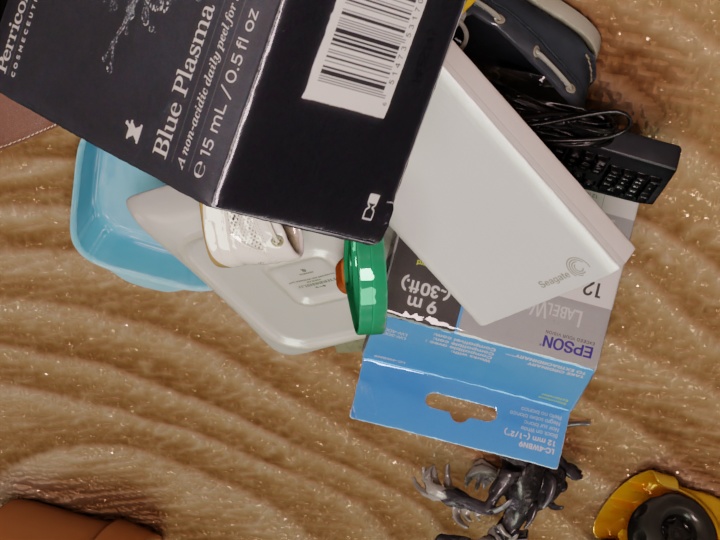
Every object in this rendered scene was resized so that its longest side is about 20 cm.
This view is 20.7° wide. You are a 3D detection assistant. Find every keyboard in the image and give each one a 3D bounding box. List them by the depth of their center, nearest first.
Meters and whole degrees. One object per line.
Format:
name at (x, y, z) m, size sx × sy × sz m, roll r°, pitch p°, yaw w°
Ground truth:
keyboard at (0.085, -0.073, 1.161) m, size 0.200 × 0.040 × 0.104 m, roll 14°, pitch 157°, yaw 0°

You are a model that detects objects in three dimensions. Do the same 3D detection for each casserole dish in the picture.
casserole dish at (-0.137, -0.054, 1.367) m, size 0.121 × 0.039 × 0.200 m, roll 15°, pitch 145°, yaw -2°

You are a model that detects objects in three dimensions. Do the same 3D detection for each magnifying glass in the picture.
magnifying glass at (0.000, 0.000, 1.206) m, size 0.022 × 0.080 × 0.200 m, roll -4°, pitch 178°, yaw -6°

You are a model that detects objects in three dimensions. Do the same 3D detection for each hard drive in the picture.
hard drive at (0.048, -0.061, 1.130) m, size 0.200 × 0.027 × 0.132 m, roll 47°, pitch 144°, yaw -13°

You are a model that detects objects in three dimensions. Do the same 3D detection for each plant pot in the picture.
plant pot at (-0.291, 0.301, 1.815) m, size 0.140 × 0.200 × 0.200 m, roll 27°, pitch 147°, yaw 8°

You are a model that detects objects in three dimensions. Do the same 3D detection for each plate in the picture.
plate at (-0.031, -0.005, 1.346) m, size 0.199 × 0.032 × 0.200 m, roll -13°, pitch 139°, yaw 32°

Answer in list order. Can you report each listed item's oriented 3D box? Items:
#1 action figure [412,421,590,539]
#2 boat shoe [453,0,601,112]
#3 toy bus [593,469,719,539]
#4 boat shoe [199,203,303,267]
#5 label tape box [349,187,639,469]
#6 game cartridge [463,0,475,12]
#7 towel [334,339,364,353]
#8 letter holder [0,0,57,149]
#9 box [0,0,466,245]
action figure at (0.099, 0.185, 1.560) m, size 0.102 × 0.200 × 0.119 m, roll 35°, pitch -170°, yaw 37°
boat shoe at (0.048, -0.146, 1.147) m, size 0.200 × 0.062 × 0.075 m, roll 28°, pitch 145°, yaw -19°
toy bus at (0.280, 0.281, 1.574) m, size 0.192 × 0.200 × 0.136 m, roll 14°, pitch 148°, yaw -15°
boat shoe at (-0.068, -0.094, 1.226) m, size 0.069 × 0.071 × 0.200 m, roll 1°, pitch 123°, yaw 15°
label tape box at (0.086, 0.013, 1.241) m, size 0.143 × 0.200 × 0.066 m, roll 15°, pitch 174°, yaw -3°
game cartridge at (-0.029, -0.170, 1.069) m, size 0.032 × 0.176 × 0.200 m, roll -18°, pitch 165°, yaw -36°
towel at (0.040, -0.006, 1.388) m, size 0.200 × 0.035 × 0.193 m, roll -5°, pitch 145°, yaw 21°
letter holder at (-0.281, -0.145, 1.233) m, size 0.200 × 0.101 × 0.142 m, roll -12°, pitch 141°, yaw 32°
box at (-0.059, -0.142, 0.946) m, size 0.117 × 0.197 × 0.200 m, roll 11°, pitch -167°, yaw -46°
